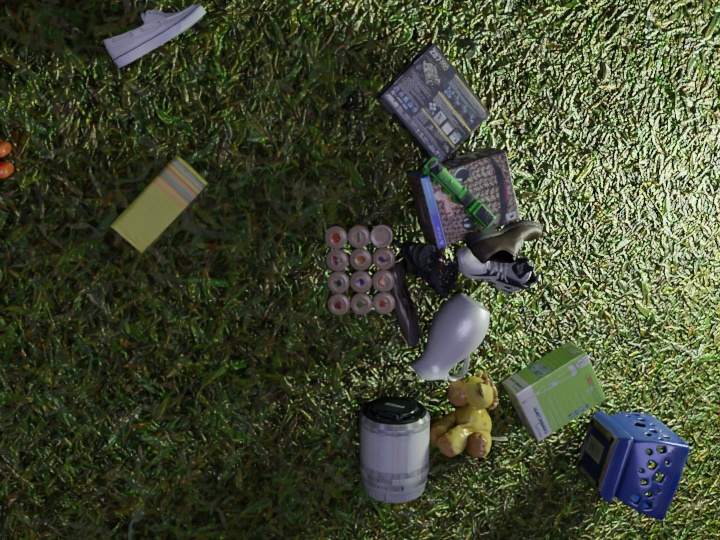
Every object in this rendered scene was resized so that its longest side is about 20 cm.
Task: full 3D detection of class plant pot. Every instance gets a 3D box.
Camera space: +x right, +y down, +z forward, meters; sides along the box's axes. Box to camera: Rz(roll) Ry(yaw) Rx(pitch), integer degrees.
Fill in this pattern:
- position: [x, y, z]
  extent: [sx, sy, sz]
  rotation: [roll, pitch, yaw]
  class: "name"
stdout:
- position: [0.656, 0.465, 1.788]
  extent: [0.178, 0.200, 0.202]
  rotation: [13, 100, -9]
  class: "plant pot"

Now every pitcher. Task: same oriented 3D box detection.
- position: [0.220, 0.162, 1.653]
  extent: [0.171, 0.121, 0.201]
  rotation: [22, 103, -45]
  class: "pitcher"

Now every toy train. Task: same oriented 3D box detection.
- position: [0.202, -0.160, 1.490]
  extent: [0.200, 0.056, 0.042]
  rotation: [41, 90, -19]
  class: "toy train"

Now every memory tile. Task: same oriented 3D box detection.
- position: [0.000, 0.000, 1.577]
  extent: [0.152, 0.017, 0.202]
  rotation: [-1, 103, 5]
  class: "memory tile"

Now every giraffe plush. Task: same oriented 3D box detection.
- position: [0.252, 0.319, 1.665]
  extent: [0.198, 0.172, 0.164]
  rotation: [-3, 103, -22]
  class: "giraffe plush"

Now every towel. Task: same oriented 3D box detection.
- position: [-0.407, -0.135, 1.468]
  extent: [0.086, 0.018, 0.200]
  rotation: [43, 91, -14]
  class: "towel"

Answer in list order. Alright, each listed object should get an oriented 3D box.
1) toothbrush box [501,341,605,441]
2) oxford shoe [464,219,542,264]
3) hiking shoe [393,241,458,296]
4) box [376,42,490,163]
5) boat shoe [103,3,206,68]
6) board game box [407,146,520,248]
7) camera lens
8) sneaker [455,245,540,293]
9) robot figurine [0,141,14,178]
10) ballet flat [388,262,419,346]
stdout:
- position: [0.467, 0.290, 1.751]
  extent: [0.199, 0.086, 0.146]
  rotation: [-31, 109, -6]
  class: "toothbrush box"
- position: [0.321, -0.054, 1.566]
  extent: [0.199, 0.073, 0.085]
  rotation: [-17, 68, -26]
  class: "oxford shoe"
- position: [0.147, -0.013, 1.598]
  extent: [0.076, 0.100, 0.200]
  rotation: [-56, 142, -12]
  class: "hiking shoe"
- position: [0.156, -0.352, 1.541]
  extent: [0.161, 0.049, 0.200]
  rotation: [-45, 109, 1]
  class: "box"
- position: [-0.389, -0.458, 1.365]
  extent: [0.199, 0.074, 0.066]
  rotation: [-33, 113, -6]
  class: "boat shoe"
- position: [0.224, -0.161, 1.577]
  extent: [0.199, 0.097, 0.161]
  rotation: [-20, 107, -9]
  class: "board game box"
- position: [0.076, 0.397, 1.638]
  extent: [0.159, 0.160, 0.202]
  rotation: [-4, 104, -13]
  class: "camera lens"
- position: [0.315, -0.008, 1.599]
  extent: [0.199, 0.129, 0.080]
  rotation: [32, 66, -28]
  class: "sneaker"
- position: [-0.742, -0.198, 1.314]
  extent: [0.198, 0.117, 0.144]
  rotation: [-3, 147, -14]
  class: "robot figurine"
- position: [0.091, 0.078, 1.625]
  extent: [0.046, 0.067, 0.201]
  rotation: [-9, 107, 22]
  class: "ballet flat"
